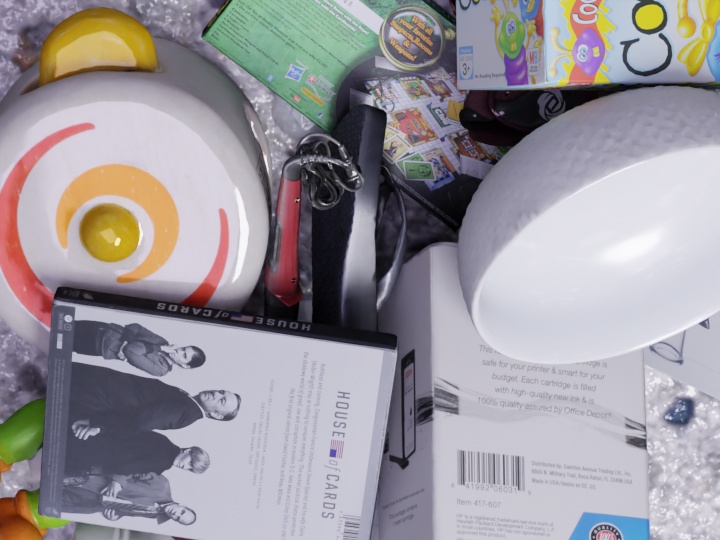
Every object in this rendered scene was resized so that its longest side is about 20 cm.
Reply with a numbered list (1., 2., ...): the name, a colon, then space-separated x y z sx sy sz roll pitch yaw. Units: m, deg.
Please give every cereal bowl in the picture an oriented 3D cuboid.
1. cereal bowl: 0.143 -0.036 1.347 0.200 0.083 0.200 -16 148 -10

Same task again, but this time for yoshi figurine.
1. yoshi figurine: -0.143 0.104 1.467 0.200 0.112 0.112 -29 69 -6

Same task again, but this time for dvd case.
1. dvd case: -0.085 0.092 1.398 0.200 0.025 0.151 8 117 0

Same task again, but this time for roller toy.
1. roller toy: -0.142 -0.042 1.425 0.182 0.140 0.200 33 105 -11

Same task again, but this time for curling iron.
1. curling iron: -0.036 0.006 1.417 0.049 0.026 0.200 2 125 -15

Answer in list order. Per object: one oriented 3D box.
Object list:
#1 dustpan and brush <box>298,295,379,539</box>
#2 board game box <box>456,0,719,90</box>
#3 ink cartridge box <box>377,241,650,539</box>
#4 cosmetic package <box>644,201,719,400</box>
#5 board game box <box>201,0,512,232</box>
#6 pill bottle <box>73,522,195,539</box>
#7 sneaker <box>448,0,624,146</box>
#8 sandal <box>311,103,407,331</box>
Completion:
1. dustpan and brush: 0.010 0.116 1.478 0.139 0.200 0.057 5 143 -2
2. board game box: 0.164 -0.154 1.352 0.200 0.105 0.103 -2 93 -26
3. ink cartridge box: 0.090 0.096 1.430 0.146 0.084 0.200 9 70 -23
4. cosmetic package: 0.246 0.008 1.420 0.052 0.200 0.151 -12 117 -42
5. board game box: 0.013 -0.123 1.458 0.200 0.023 0.105 38 108 -12
6. pill bottle: -0.078 0.200 1.521 0.200 0.114 0.114 0 109 1
7. sneaker: 0.075 -0.146 1.398 0.200 0.076 0.116 43 67 -12
8. sandal: 0.000 0.000 1.441 0.043 0.076 0.201 3 93 -21
